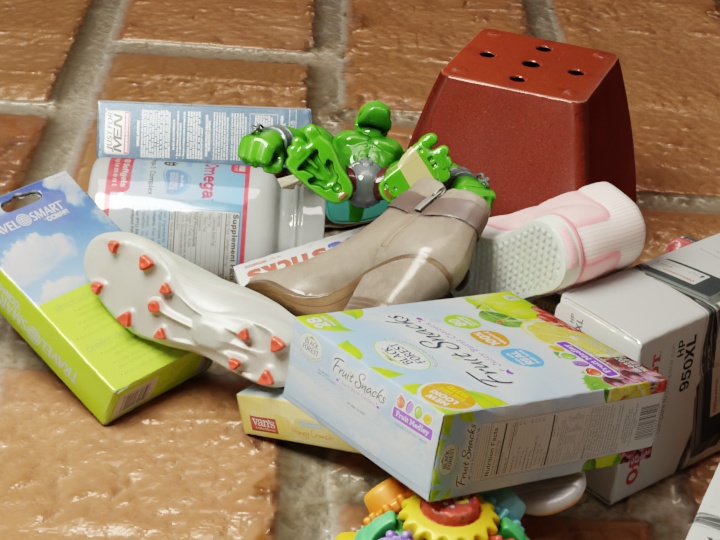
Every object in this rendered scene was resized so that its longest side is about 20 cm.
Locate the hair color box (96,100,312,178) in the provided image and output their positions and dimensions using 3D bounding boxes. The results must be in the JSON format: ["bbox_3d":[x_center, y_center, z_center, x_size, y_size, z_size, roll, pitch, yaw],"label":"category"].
[{"bbox_3d":[-0.149,-0.123,1.664,0.199,0.061,0.100,2,-3,-5],"label":"hair color box"}]

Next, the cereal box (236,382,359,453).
[{"bbox_3d":[0.021,0.079,1.342,0.144,0.040,0.200,5,24,38],"label":"cereal box"}]

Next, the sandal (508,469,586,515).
[{"bbox_3d":[0.105,0.145,1.243,0.079,0.059,0.207,-20,20,-8],"label":"sandal"}]

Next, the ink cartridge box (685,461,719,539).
[{"bbox_3d":[0.282,0.206,1.135,0.144,0.084,0.200,16,31,18],"label":"ink cartridge box"}]

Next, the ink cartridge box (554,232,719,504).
[{"bbox_3d":[0.235,0.070,1.316,0.200,0.145,0.084,-19,37,-36],"label":"ink cartridge box"}]

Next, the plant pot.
[{"bbox_3d":[0.148,-0.110,1.602,0.199,0.177,0.200,15,30,17],"label":"plant pot"}]

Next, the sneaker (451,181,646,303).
[{"bbox_3d":[0.143,-0.017,1.337,0.104,0.076,0.200,-20,3,-26],"label":"sneaker"}]

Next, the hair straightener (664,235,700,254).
[{"bbox_3d":[0.367,0.009,1.536,0.199,0.041,0.077,14,9,13],"label":"hair straightener"}]

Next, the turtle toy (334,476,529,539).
[{"bbox_3d":[0.054,0.197,1.096,0.145,0.101,0.200,3,28,-3],"label":"turtle toy"}]

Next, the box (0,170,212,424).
[{"bbox_3d":[-0.217,0.018,1.369,0.200,0.048,0.122,45,43,18],"label":"box"}]

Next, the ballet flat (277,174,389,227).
[{"bbox_3d":[-0.051,-0.071,1.619,0.199,0.068,0.062,-12,23,-29],"label":"ballet flat"}]

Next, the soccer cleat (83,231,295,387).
[{"bbox_3d":[-0.120,0.031,1.327,0.200,0.069,0.078,28,16,15],"label":"soccer cleat"}]

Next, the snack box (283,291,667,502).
[{"bbox_3d":[0.077,0.079,1.180,0.200,0.068,0.169,-7,24,-37],"label":"snack box"}]

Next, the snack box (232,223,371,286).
[{"bbox_3d":[0.000,0.000,1.437,0.199,0.024,0.072,-17,54,-7],"label":"snack box"}]

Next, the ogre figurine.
[{"bbox_3d":[0.002,-0.086,1.431,0.199,0.098,0.120,-8,11,-2],"label":"ogre figurine"}]

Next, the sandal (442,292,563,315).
[{"bbox_3d":[0.108,0.025,1.475,0.200,0.082,0.055,22,54,15],"label":"sandal"}]

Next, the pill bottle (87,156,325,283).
[{"bbox_3d":[-0.132,-0.038,1.495,0.199,0.109,0.109,3,28,-4],"label":"pill bottle"}]

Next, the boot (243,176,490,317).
[{"bbox_3d":[0.009,-0.011,1.345,0.200,0.070,0.146,17,62,51],"label":"boot"}]
